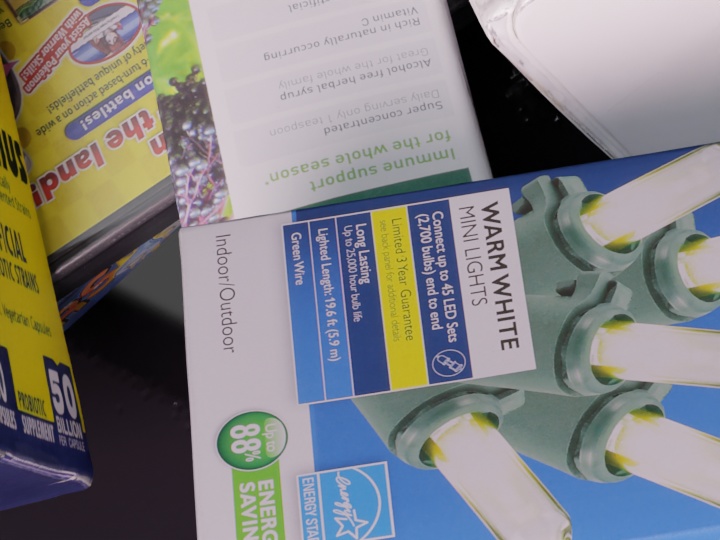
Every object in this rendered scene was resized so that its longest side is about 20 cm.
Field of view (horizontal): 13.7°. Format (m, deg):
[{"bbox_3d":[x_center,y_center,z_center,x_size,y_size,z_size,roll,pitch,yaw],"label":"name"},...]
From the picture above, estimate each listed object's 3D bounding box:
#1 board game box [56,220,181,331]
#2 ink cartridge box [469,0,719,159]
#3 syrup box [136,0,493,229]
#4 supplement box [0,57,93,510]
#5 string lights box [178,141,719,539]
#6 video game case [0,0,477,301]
[{"bbox_3d":[-0.122,-0.042,0.900,0.200,0.034,0.135,-43,79,-2],"label":"board game box"},{"bbox_3d":[0.081,-0.139,0.778,0.146,0.085,0.200,-37,40,14],"label":"ink cartridge box"},{"bbox_3d":[0.000,0.000,0.760,0.079,0.081,0.200,-15,55,2],"label":"syrup box"},{"bbox_3d":[-0.154,-0.030,0.800,0.109,0.109,0.200,-15,80,6],"label":"supplement box"},{"bbox_3d":[0.066,0.030,0.644,0.200,0.059,0.103,-9,51,3],"label":"string lights box"},{"bbox_3d":[-0.083,-0.103,0.875,0.200,0.026,0.181,-34,78,-1],"label":"video game case"}]
